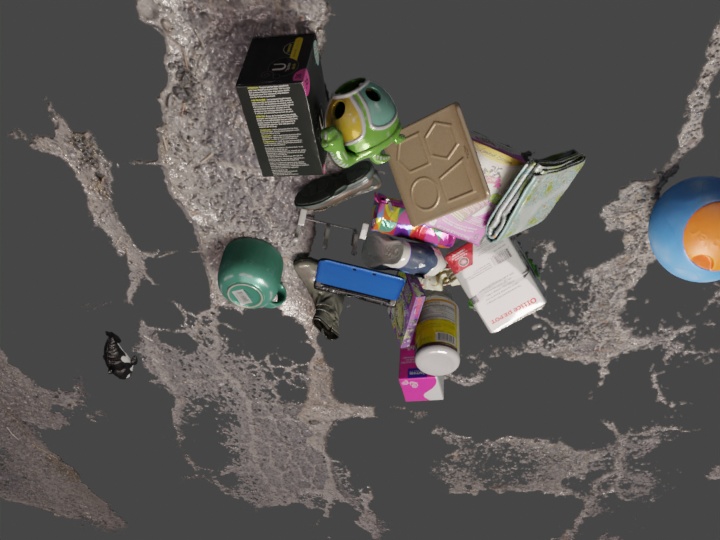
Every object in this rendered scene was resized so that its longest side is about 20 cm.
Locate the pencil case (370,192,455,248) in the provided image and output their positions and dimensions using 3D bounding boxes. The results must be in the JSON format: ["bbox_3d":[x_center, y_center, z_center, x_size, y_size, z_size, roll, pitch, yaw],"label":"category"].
[{"bbox_3d":[0.113,-0.107,1.508,0.195,0.090,0.089,12,139,-9],"label":"pencil case"}]

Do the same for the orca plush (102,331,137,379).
[{"bbox_3d":[-0.706,0.267,2.040,0.102,0.072,0.202,15,138,-9],"label":"orca plush"}]

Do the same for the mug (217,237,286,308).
[{"bbox_3d":[-0.250,0.022,1.674,0.181,0.116,0.153,19,137,-13],"label":"mug"}]

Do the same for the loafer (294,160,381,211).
[{"bbox_3d":[-0.047,-0.162,1.480,0.196,0.073,0.063,-20,138,24],"label":"loafer"}]

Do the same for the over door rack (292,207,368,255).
[{"bbox_3d":[-0.069,-0.080,1.504,0.144,0.069,0.200,12,178,-7],"label":"over door rack"}]

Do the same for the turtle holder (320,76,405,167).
[{"bbox_3d":[-0.013,-0.267,1.283,0.183,0.140,0.134,-33,123,-18],"label":"turtle holder"}]

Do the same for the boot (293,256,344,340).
[{"bbox_3d":[-0.098,0.070,1.694,0.066,0.133,0.201,-18,133,25],"label":"boot"}]

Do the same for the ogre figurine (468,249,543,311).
[{"bbox_3d":[0.340,0.026,1.620,0.117,0.098,0.204,23,105,-1],"label":"ogre figurine"}]

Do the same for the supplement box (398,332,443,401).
[{"bbox_3d":[0.156,0.215,1.769,0.098,0.204,0.105,-6,138,13],"label":"supplement box"}]

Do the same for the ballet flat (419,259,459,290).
[{"bbox_3d":[0.200,0.011,1.640,0.196,0.065,0.076,-20,133,28],"label":"ballet flat"}]

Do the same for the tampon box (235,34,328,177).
[{"bbox_3d":[-0.131,-0.297,1.277,0.123,0.153,0.203,-1,138,9],"label":"tampon box"}]

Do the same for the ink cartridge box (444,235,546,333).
[{"bbox_3d":[0.296,0.010,1.531,0.142,0.084,0.203,-30,97,21],"label":"ink cartridge box"}]

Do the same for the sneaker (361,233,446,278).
[{"bbox_3d":[0.103,-0.027,1.568,0.143,0.083,0.199,14,178,-29],"label":"sneaker"}]

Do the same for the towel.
[{"bbox_3d":[0.344,-0.146,1.385,0.168,0.048,0.202,-18,149,-38],"label":"towel"}]

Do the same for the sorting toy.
[{"bbox_3d":[0.145,-0.200,1.354,0.197,0.036,0.189,-19,93,40],"label":"sorting toy"}]

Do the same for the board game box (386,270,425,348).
[{"bbox_3d":[0.107,0.079,1.687,0.031,0.122,0.202,-4,141,-14],"label":"board game box"}]

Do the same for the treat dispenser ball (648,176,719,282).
[{"bbox_3d":[0.668,-0.081,1.373,0.195,0.204,0.204,4,139,3],"label":"treat dispenser ball"}]

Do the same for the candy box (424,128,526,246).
[{"bbox_3d":[0.223,-0.164,1.405,0.133,0.062,0.203,18,119,-14],"label":"candy box"}]

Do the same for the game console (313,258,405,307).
[{"bbox_3d":[0.000,0.000,1.593,0.195,0.172,0.121,14,121,-3],"label":"game console"}]

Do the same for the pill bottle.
[{"bbox_3d":[0.184,0.140,1.681,0.106,0.204,0.111,3,139,3],"label":"pill bottle"}]
